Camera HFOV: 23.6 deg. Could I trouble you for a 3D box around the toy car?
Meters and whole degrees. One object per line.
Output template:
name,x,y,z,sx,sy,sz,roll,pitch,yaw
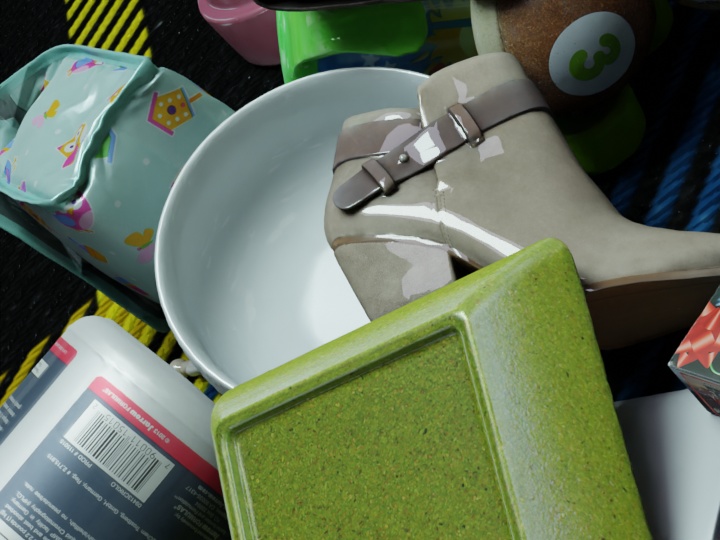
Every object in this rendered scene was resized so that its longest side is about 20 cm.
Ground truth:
toy car,0.161,-0.156,0.843,0.200,0.164,0.158,-6,48,33

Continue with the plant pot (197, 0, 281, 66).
plant pot,-0.068,-0.279,1.234,0.200,0.179,0.200,-31,34,23

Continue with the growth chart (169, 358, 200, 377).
growth chart,-0.039,-0.020,1.053,0.145,0.018,0.200,-8,48,47

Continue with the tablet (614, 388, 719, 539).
tablet,0.075,0.114,0.758,0.200,0.014,0.130,-14,43,42

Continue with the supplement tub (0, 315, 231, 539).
supplement tub,-0.149,0.137,0.883,0.200,0.140,0.140,-50,31,-7

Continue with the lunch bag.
lunch bag,-0.128,-0.044,1.008,0.200,0.170,0.122,13,71,58

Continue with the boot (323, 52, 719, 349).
boot,0.080,-0.034,0.791,0.200,0.070,0.146,-13,62,8

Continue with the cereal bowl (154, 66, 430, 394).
cereal bowl,0.000,0.000,0.881,0.200,0.083,0.200,-6,59,10

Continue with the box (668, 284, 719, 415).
box,0.229,0.014,0.648,0.200,0.040,0.137,18,69,53

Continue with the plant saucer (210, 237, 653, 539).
plant saucer,0.017,0.107,0.716,0.200,0.048,0.200,-26,65,30

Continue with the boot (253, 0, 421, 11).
boot,0.026,-0.193,0.923,0.200,0.072,0.166,-4,45,-11

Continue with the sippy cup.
sippy cup,0.030,-0.137,0.982,0.130,0.140,0.178,-5,40,12
